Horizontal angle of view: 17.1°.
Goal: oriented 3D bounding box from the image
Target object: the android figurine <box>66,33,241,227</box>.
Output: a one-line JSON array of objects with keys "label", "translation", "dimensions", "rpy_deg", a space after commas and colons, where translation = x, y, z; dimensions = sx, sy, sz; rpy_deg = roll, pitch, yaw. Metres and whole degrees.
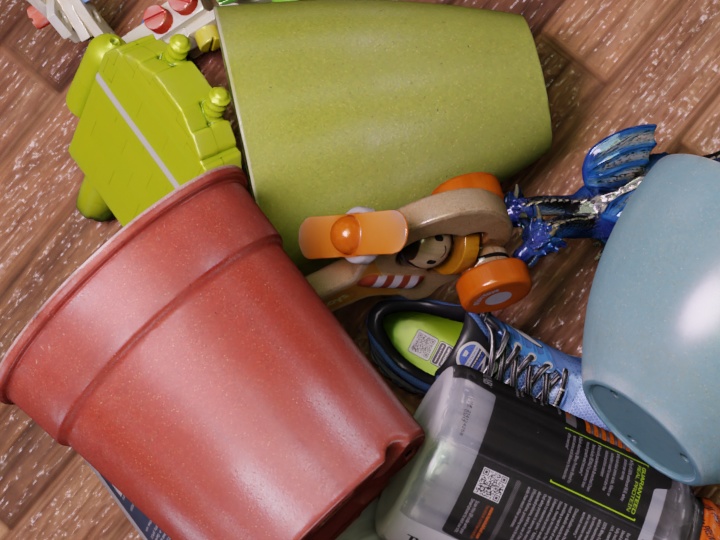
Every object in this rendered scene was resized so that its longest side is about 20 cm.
[{"label": "android figurine", "translation": [-0.135, -0.076, 1.601], "dimensions": [0.041, 0.200, 0.182], "rpy_deg": [-25, 68, -34]}]

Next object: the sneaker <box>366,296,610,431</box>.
[{"label": "sneaker", "translation": [0.087, 0.071, 1.551], "dimensions": [0.199, 0.089, 0.079], "rpy_deg": [21, 85, 17]}]

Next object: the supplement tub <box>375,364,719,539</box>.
[{"label": "supplement tub", "translation": [0.120, 0.151, 1.485], "dimensions": [0.199, 0.123, 0.123], "rpy_deg": [25, 85, -4]}]

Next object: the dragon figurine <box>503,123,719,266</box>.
[{"label": "dragon figurine", "translation": [0.178, -0.055, 1.548], "dimensions": [0.199, 0.099, 0.059], "rpy_deg": [-27, 73, 8]}]

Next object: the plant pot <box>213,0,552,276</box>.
[{"label": "plant pot", "translation": [0.019, -0.101, 1.575], "dimensions": [0.199, 0.187, 0.188], "rpy_deg": [-12, 75, -3]}]

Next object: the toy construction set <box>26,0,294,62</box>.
[{"label": "toy construction set", "translation": [-0.128, -0.187, 1.637], "dimensions": [0.199, 0.131, 0.093], "rpy_deg": [-15, 74, 19]}]

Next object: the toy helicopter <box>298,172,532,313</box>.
[{"label": "toy helicopter", "translation": [0.000, 0.000, 1.496], "dimensions": [0.199, 0.132, 0.079], "rpy_deg": [-25, 67, 21]}]

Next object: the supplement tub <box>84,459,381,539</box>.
[{"label": "supplement tub", "translation": [-0.076, 0.146, 1.553], "dimensions": [0.140, 0.140, 0.200], "rpy_deg": [-40, 72, 4]}]

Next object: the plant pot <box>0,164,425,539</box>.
[{"label": "plant pot", "translation": [-0.079, 0.078, 1.413], "dimensions": [0.201, 0.201, 0.195], "rpy_deg": [-43, 81, 3]}]

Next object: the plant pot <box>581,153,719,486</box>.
[{"label": "plant pot", "translation": [0.210, 0.049, 1.434], "dimensions": [0.200, 0.200, 0.135], "rpy_deg": [38, 76, 19]}]
